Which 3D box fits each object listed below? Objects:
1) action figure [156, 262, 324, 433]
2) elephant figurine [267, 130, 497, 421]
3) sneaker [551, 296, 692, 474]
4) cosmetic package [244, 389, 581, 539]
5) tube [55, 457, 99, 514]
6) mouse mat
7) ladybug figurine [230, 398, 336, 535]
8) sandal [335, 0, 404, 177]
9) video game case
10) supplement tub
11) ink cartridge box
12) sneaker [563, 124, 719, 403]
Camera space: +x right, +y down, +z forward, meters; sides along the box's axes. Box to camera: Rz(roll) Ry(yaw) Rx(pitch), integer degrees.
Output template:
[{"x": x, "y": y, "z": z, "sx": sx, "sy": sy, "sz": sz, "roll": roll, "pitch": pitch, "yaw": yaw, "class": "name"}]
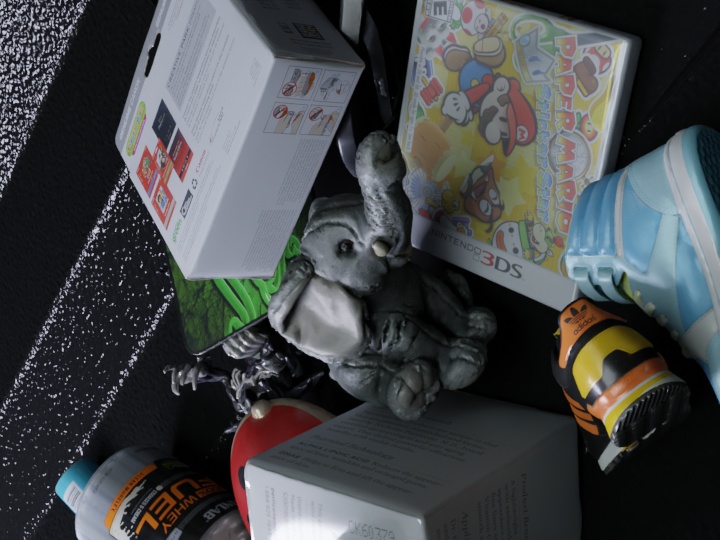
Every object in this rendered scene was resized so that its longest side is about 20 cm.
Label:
[{"x": -0.112, "y": 0.070, "z": 1.136, "sx": 0.118, "sy": 0.102, "sz": 0.202, "roll": -34, "pitch": 77, "yaw": 30, "class": "action figure"}, {"x": 0.000, "y": 0.000, "z": 0.948, "sx": 0.155, "sy": 0.142, "sz": 0.200, "roll": -37, "pitch": 116, "yaw": 4, "class": "elephant figurine"}, {"x": 0.163, "y": 0.070, "z": 0.854, "sx": 0.070, "sy": 0.200, "sz": 0.090, "roll": -34, "pitch": 72, "yaw": -1, "class": "sneaker"}, {"x": 0.044, "y": 0.199, "z": 0.962, "sx": 0.164, "sy": 0.199, "sz": 0.167, "roll": 9, "pitch": 109, "yaw": 38, "class": "cosmetic package"}, {"x": -0.231, "y": 0.277, "z": 1.334, "sx": 0.200, "sy": 0.050, "sz": 0.078, "roll": 43, "pitch": 148, "yaw": 21, "class": "tube"}, {"x": -0.105, "y": -0.048, "z": 1.093, "sx": 0.160, "sy": 0.008, "sz": 0.202, "roll": -29, "pitch": 64, "yaw": 25, "class": "mouse mat"}, {"x": -0.041, "y": 0.198, "z": 1.089, "sx": 0.135, "sy": 0.072, "sz": 0.201, "roll": -27, "pitch": 103, "yaw": 23, "class": "ladybug figurine"}, {"x": 0.009, "y": -0.166, "z": 0.988, "sx": 0.042, "sy": 0.076, "sz": 0.203, "roll": 6, "pitch": 108, "yaw": 12, "class": "sandal"}, {"x": 0.102, "y": -0.092, "z": 0.953, "sx": 0.181, "sy": 0.023, "sz": 0.202, "roll": 24, "pitch": 116, "yaw": 35, "class": "video game case"}, {"x": -0.159, "y": 0.252, "z": 1.210, "sx": 0.199, "sy": 0.122, "sz": 0.124, "roll": 23, "pitch": 116, "yaw": 35, "class": "supplement tub"}, {"x": -0.102, "y": -0.126, "z": 1.010, "sx": 0.176, "sy": 0.083, "sz": 0.201, "roll": 55, "pitch": 132, "yaw": 37, "class": "ink cartridge box"}, {"x": 0.203, "y": 0.020, "z": 0.858, "sx": 0.130, "sy": 0.079, "sz": 0.203, "roll": -21, "pitch": 78, "yaw": 41, "class": "sneaker"}]
